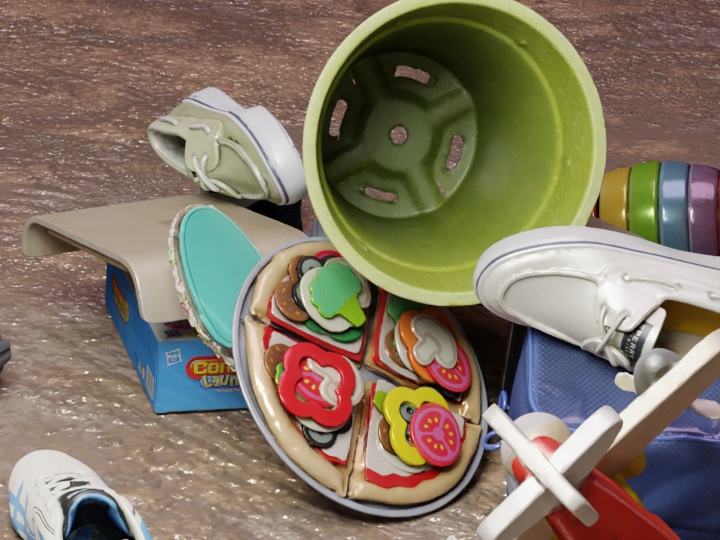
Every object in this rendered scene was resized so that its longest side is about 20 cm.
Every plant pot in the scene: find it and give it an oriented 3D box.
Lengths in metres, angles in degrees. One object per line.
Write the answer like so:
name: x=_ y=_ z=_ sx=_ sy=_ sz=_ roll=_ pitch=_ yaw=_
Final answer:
plant pot: x=0.044 y=-0.086 z=1.535 sx=0.199 sy=0.202 sz=0.190 roll=1 pitch=5 yaw=-11

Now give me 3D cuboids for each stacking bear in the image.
stacking bear: x=0.219 y=-0.039 z=1.860 sx=0.199 sy=0.114 sz=0.122 roll=-1 pitch=39 yaw=13

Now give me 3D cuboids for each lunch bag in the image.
lunch bag: x=0.177 y=0.108 z=1.447 sx=0.199 sy=0.133 sz=0.136 roll=5 pitch=40 yaw=3

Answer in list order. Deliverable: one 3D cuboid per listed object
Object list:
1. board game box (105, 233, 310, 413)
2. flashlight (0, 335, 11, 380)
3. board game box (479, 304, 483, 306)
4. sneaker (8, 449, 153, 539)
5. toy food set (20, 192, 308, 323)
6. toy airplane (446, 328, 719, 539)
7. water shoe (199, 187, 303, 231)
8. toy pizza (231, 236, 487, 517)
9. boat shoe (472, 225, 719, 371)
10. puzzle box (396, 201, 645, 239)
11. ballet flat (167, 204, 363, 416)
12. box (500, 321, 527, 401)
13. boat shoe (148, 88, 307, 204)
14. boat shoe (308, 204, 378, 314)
board game box: x=-0.075 y=0.034 z=1.673 sx=0.194 sy=0.056 sz=0.200 roll=-2 pitch=23 yaw=-17
flashlight: x=-0.306 y=0.081 z=1.486 sx=0.068 sy=0.068 sz=0.200 roll=8 pitch=20 yaw=21
board game box: x=0.122 y=0.000 z=1.672 sx=0.199 sy=0.028 sz=0.135 roll=0 pitch=-14 yaw=43
sneaker: x=-0.162 y=0.148 z=1.345 sx=0.071 sy=0.073 sz=0.200 roll=-5 pitch=22 yaw=-21
toy food set: x=-0.137 y=-0.005 z=1.619 sx=0.143 sy=0.061 sz=0.200 roll=-9 pitch=17 yaw=-32
toy airplane: x=0.117 y=0.126 z=1.292 sx=0.199 sy=0.200 sz=0.141 roll=-8 pitch=35 yaw=-27
water shoe: x=-0.074 y=-0.047 z=1.801 sx=0.071 sy=0.079 sz=0.200 roll=-15 pitch=5 yaw=10
toy pizza: x=0.006 y=0.064 z=1.482 sx=0.199 sy=0.032 sz=0.201 roll=19 pitch=53 yaw=-27
boat shoe: x=0.167 y=0.027 z=1.391 sx=0.199 sy=0.071 sz=0.070 roll=10 pitch=37 yaw=-2
puzzle box: x=0.098 y=-0.026 z=1.710 sx=0.199 sy=0.026 sz=0.133 roll=-1 pitch=-15 yaw=43
ballet flat: x=-0.070 y=0.050 z=1.506 sx=0.075 sy=0.201 sz=0.064 roll=-33 pitch=-4 yaw=-29
box: x=0.199 y=0.056 z=1.557 sx=0.199 sy=0.160 sz=0.044 roll=7 pitch=63 yaw=2
boat shoe: x=-0.096 y=-0.082 z=1.666 sx=0.062 sy=0.072 sz=0.200 roll=-31 pitch=23 yaw=-14
boat shoe: x=0.000 y=0.000 z=1.629 sx=0.062 sy=0.072 sz=0.200 roll=19 pitch=26 yaw=-14
